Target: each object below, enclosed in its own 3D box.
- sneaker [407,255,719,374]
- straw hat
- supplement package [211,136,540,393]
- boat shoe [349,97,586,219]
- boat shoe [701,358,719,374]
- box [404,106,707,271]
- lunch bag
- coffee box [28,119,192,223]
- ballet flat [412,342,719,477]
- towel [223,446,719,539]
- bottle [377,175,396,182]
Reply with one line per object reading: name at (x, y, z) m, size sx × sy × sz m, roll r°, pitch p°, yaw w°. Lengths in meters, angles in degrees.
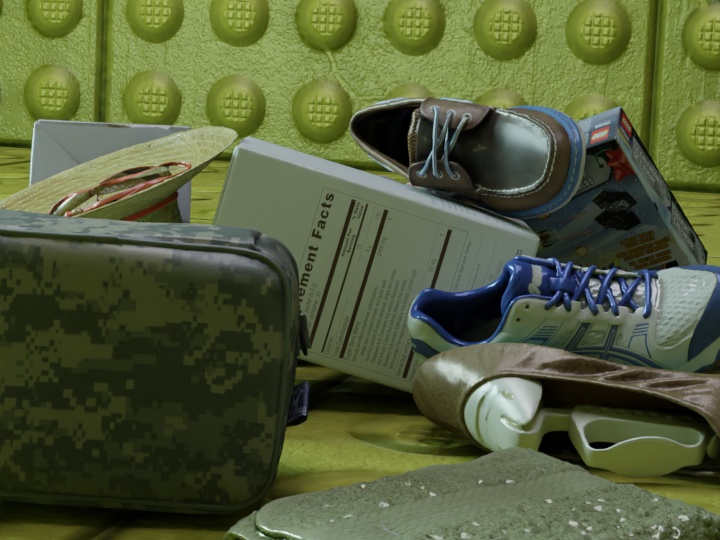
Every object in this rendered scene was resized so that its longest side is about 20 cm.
sneaker at (0.122, 0.030, 1.076) m, size 0.199 × 0.088 × 0.076 m, roll -18°, pitch 38°, yaw 18°
straw hat at (-0.153, -0.019, 1.194) m, size 0.200 × 0.086 × 0.201 m, roll -19°, pitch 14°, yaw 5°
supplement package at (0.000, 0.000, 1.203) m, size 0.199 × 0.121 × 0.121 m, roll 17°, pitch 7°, yaw -2°
boat shoe at (0.063, -0.076, 1.204) m, size 0.072 × 0.073 × 0.200 m, roll 8°, pitch 1°, yaw -34°
boat shoe at (0.194, 0.035, 1.138) m, size 0.199 × 0.072 × 0.065 m, roll -18°, pitch -43°, yaw 20°
box at (0.122, -0.022, 1.292) m, size 0.199 × 0.137 × 0.040 m, roll -18°, pitch 34°, yaw 29°
lunch bag at (-0.123, 0.039, 0.938) m, size 0.198 × 0.140 × 0.168 m, roll 3°, pitch 8°, yaw -2°
coffee box at (-0.187, -0.031, 1.375) m, size 0.113 × 0.080 × 0.200 m, roll 3°, pitch -22°, yaw -9°
ballet flat at (0.121, 0.085, 1.033) m, size 0.199 × 0.068 × 0.072 m, roll 8°, pitch 27°, yaw 11°
towel at (0.056, 0.116, 0.812) m, size 0.199 × 0.037 × 0.148 m, roll -4°, pitch 10°, yaw -41°
bottle at (-0.046, -0.021, 1.467) m, size 0.199 × 0.066 × 0.083 m, roll -24°, pitch -10°, yaw 42°
